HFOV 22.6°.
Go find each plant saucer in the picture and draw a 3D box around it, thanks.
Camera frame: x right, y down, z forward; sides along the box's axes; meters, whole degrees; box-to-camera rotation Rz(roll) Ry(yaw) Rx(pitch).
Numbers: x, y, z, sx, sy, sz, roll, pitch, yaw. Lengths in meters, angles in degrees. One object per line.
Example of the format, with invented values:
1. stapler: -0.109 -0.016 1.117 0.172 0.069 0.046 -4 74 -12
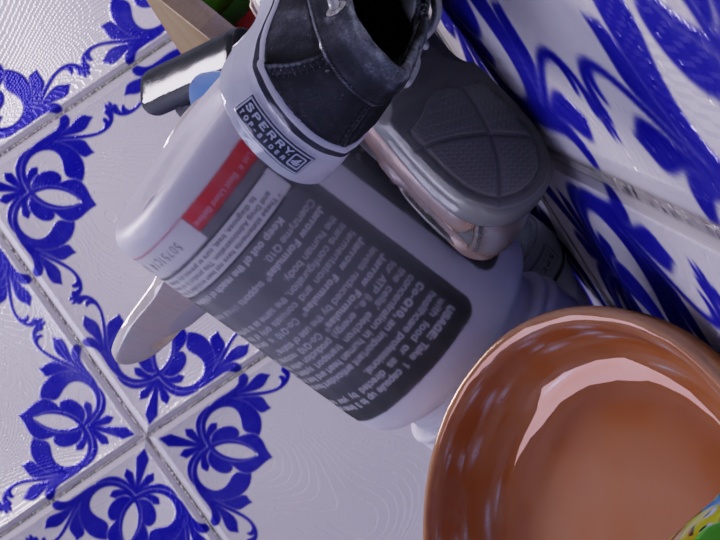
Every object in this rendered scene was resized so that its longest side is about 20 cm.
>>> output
1. plant saucer: 0.101 0.113 0.698 0.037 0.201 0.200 -2 -135 -39

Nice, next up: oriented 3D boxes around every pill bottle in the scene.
1. pill bottle: 0.000 0.000 0.817 0.200 0.114 0.114 37 -176 -13

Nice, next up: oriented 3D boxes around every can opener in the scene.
1. can opener: -0.068 -0.142 1.123 0.052 0.200 0.067 6 -108 -37

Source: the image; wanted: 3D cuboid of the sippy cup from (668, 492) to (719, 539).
1. sippy cup: 0.109 0.106 0.416 0.178 0.130 0.140 57 178 -19

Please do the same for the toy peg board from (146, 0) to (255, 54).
1. toy peg board: -0.032 -0.141 1.269 0.199 0.098 0.200 39 173 20

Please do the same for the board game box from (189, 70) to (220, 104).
1. board game box: -0.016 -0.067 1.123 0.200 0.039 0.158 35 163 10

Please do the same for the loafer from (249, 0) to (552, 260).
1. loafer: 0.002 -0.087 0.768 0.200 0.072 0.063 53 155 18

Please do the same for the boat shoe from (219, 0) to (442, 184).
1. boat shoe: 0.000 -0.107 0.659 0.074 0.068 0.200 45 -154 -13

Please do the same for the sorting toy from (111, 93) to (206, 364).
1. sorting toy: -0.067 -0.032 0.976 0.107 0.180 0.200 39 -156 -6

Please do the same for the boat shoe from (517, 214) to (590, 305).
1. boat shoe: 0.046 -0.004 0.964 0.067 0.074 0.200 47 171 -31
